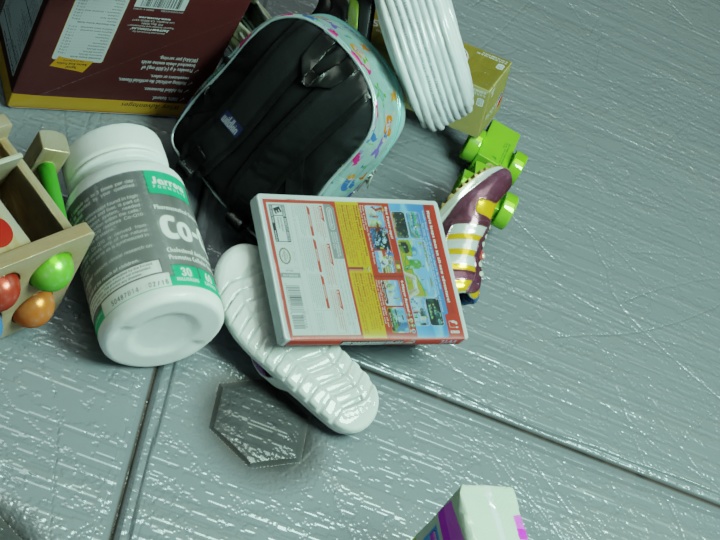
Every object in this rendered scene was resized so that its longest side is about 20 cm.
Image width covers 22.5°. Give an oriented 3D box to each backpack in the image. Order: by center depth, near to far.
[{"bbox_3d":[-0.057,-0.144,1.730,0.178,0.200,0.150,47,26,14],"label":"backpack"}]

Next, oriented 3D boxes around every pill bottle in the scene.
[{"bbox_3d":[-0.199,-0.025,1.606,0.113,0.113,0.200,-1,55,-30],"label":"pill bottle"}]

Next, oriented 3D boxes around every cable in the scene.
[{"bbox_3d":[0.060,-0.235,1.764,0.069,0.200,0.200,-17,64,6],"label":"cable"}]

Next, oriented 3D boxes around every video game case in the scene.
[{"bbox_3d":[0.000,0.000,1.663,0.200,0.017,0.143,1,67,-32],"label":"video game case"}]

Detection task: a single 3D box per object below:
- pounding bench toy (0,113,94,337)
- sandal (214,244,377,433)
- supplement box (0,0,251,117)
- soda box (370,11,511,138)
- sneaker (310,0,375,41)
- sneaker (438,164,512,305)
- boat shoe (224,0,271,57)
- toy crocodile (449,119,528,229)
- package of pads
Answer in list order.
[{"bbox_3d":[-0.298,-0.033,1.547,0.200,0.124,0.156,-25,69,-42],"label":"pounding bench toy"},{"bbox_3d":[-0.068,0.070,1.644,0.082,0.050,0.203,-37,89,-29],"label":"sandal"},{"bbox_3d":[-0.231,-0.264,1.727,0.197,0.200,0.133,1,54,-29],"label":"supplement box"},{"bbox_3d":[0.053,-0.217,1.914,0.200,0.064,0.068,23,43,13],"label":"soda box"},{"bbox_3d":[-0.035,-0.218,1.856,0.083,0.072,0.201,9,88,3],"label":"sneaker"},{"bbox_3d":[0.095,-0.015,1.771,0.090,0.075,0.200,43,74,6],"label":"sneaker"},{"bbox_3d":[-0.130,-0.273,1.891,0.072,0.062,0.200,-18,64,-39],"label":"boat shoe"},{"bbox_3d":[0.129,-0.091,1.897,0.067,0.062,0.200,27,40,-7],"label":"toy crocodile"},{"bbox_3d":[0.090,0.298,1.471,0.068,0.155,0.200,7,49,-28],"label":"package of pads"}]
